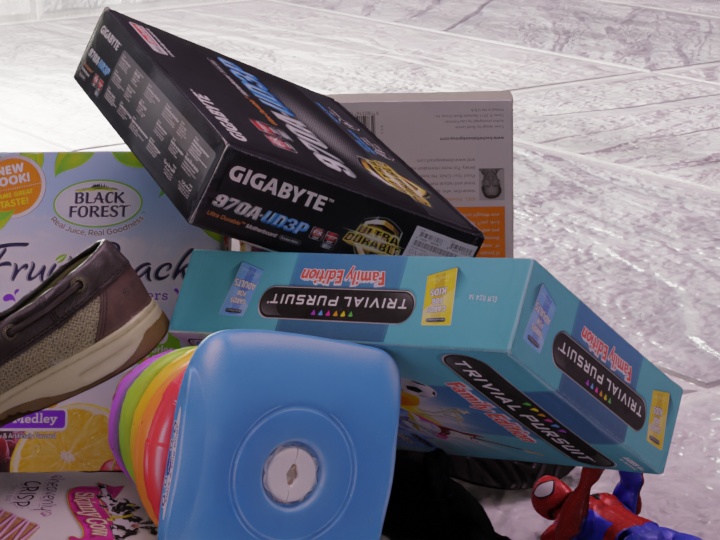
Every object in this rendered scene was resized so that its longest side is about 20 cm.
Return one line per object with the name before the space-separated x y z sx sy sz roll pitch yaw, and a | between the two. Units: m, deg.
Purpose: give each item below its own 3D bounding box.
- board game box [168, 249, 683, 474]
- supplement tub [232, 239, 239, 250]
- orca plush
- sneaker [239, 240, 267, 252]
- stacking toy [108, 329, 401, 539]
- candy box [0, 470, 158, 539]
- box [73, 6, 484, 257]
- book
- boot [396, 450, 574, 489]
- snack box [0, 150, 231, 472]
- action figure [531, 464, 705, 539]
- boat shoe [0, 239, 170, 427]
board game box | 0.031 0.044 0.976 0.199 0.047 0.151 2 -23 38
supplement tub | -0.037 -0.036 1.487 0.143 0.146 0.200 -5 15 -15
orca plush | 0.026 0.125 1.009 0.104 0.072 0.200 0 15 5
sneaker | 0.000 0.000 1.131 0.089 0.076 0.200 -3 3 19
stacking toy | -0.075 0.074 0.951 0.109 0.117 0.200 8 4 -29
candy box | -0.164 0.145 0.972 0.198 0.062 0.136 0 15 0
box | -0.046 -0.060 1.058 0.158 0.046 0.200 19 16 -32
book | 0.029 -0.008 1.260 0.132 0.202 0.048 0 15 2
boot | 0.011 0.077 1.187 0.209 0.080 0.158 11 -7 -20
snack box | -0.144 0.037 1.121 0.141 0.202 0.053 0 -18 2
action figure | 0.148 0.115 1.000 0.065 0.100 0.199 -9 14 -32
boat shoe | -0.192 0.046 0.994 0.199 0.066 0.072 -24 11 7
